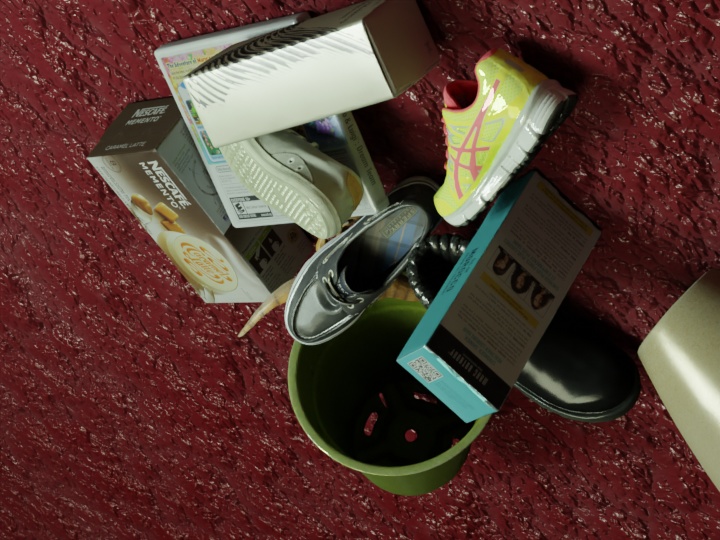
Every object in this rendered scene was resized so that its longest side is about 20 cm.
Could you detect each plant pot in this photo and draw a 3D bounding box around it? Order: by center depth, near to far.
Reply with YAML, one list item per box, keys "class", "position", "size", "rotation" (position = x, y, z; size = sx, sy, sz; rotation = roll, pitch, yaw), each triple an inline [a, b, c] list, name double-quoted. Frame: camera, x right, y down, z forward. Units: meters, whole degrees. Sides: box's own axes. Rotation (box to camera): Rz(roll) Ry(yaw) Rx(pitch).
- class: "plant pot"
  position: [0.323, 0.098, 1.483]
  size: [0.200, 0.187, 0.188]
  rotation: [44, 152, 12]
- class: "plant pot"
  position: [0.040, 0.129, 1.800]
  size: [0.199, 0.201, 0.190]
  rotation: [25, 161, 16]

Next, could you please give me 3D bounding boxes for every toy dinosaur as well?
- class: "toy dinosaur"
  position: [-0.019, 0.005, 1.710]
  size: [0.198, 0.060, 0.107]
  rotation: [-4, 99, 0]

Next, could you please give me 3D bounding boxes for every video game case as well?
- class: "video game case"
  position: [-0.080, -0.127, 1.645]
  size: [0.199, 0.024, 0.183]
  rotation: [-3, 116, 47]

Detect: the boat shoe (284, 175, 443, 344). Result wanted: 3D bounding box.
- class: "boat shoe"
  position: [0.000, 0.000, 1.649]
  size: [0.070, 0.066, 0.200]
  rotation: [46, 113, -7]

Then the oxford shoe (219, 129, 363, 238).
- class: "oxford shoe"
  position: [-0.064, -0.091, 1.597]
  size: [0.200, 0.058, 0.076]
  rotation: [36, 156, 43]

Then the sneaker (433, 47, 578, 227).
- class: "sneaker"
  position: [0.098, -0.111, 1.498]
  size: [0.090, 0.078, 0.200]
  rotation: [42, 144, 4]

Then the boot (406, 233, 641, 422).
- class: "boot"
  position: [0.141, 0.053, 1.625]
  size: [0.210, 0.080, 0.158]
  rotation: [24, 167, 19]

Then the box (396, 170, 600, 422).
- class: "box"
  position: [0.115, 0.020, 1.527]
  size: [0.082, 0.201, 0.049]
  rotation: [41, 149, -12]

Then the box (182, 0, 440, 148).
- class: "box"
  position: [-0.041, -0.161, 1.505]
  size: [0.199, 0.082, 0.069]
  rotation: [-13, 109, 38]

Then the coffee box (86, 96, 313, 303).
- class: "coffee box"
  position: [-0.151, -0.065, 1.790]
  size: [0.114, 0.080, 0.200]
  rotation: [-2, 134, 46]
